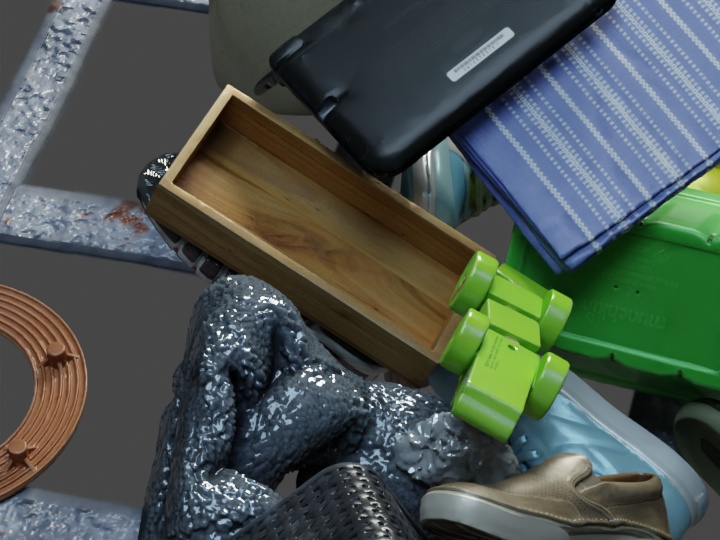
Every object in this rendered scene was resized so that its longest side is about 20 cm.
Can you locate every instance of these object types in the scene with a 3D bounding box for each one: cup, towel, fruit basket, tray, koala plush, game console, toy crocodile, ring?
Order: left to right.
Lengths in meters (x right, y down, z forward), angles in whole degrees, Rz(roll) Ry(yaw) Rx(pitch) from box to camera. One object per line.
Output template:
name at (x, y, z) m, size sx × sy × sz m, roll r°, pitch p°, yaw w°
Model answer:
ring at (-0.276, 0.077, 1.717) m, size 0.199 × 0.019 × 0.201 m, roll -2°, pitch 46°, yaw 2°
tray at (-0.024, -0.021, 1.635) m, size 0.199 × 0.037 × 0.099 m, roll 32°, pitch 50°, yaw -1°
cup at (-0.022, -0.222, 1.863) m, size 0.199 × 0.144 × 0.201 m, roll -9°, pitch 33°, yaw 6°
koala plush at (-0.013, 0.107, 1.562) m, size 0.199 × 0.177 × 0.185 m, roll 12°, pitch 76°, yaw -10°
game console at (0.046, -0.147, 1.703) m, size 0.200 × 0.117 × 0.176 m, roll -38°, pitch 62°, yaw -9°
toy crocodile at (0.080, 0.047, 1.539) m, size 0.067 × 0.062 × 0.200 m, roll 26°, pitch 25°, yaw -6°
towel at (0.163, -0.101, 1.635) m, size 0.199 × 0.024 × 0.145 m, roll -35°, pitch 62°, yaw -6°
fruit basket at (0.193, 0.001, 1.707) m, size 0.214 × 0.157 × 0.216 m, roll 12°, pitch 5°, yaw -1°

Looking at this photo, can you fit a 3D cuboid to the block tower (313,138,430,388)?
block tower at (0.000, 0.000, 1.750) m, size 0.058 × 0.054 × 0.200 m, roll -23°, pitch 50°, yaw -19°

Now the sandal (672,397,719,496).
sandal at (0.245, 0.152, 1.584) m, size 0.057 × 0.080 × 0.201 m, roll -24°, pitch 41°, yaw -25°

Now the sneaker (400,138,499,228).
sneaker at (0.093, -0.069, 1.759) m, size 0.130 × 0.080 × 0.200 m, roll 6°, pitch 24°, yaw 4°

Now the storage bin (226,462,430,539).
storage bin at (-0.036, 0.219, 1.439) m, size 0.200 × 0.135 × 0.094 m, roll -36°, pitch 26°, yaw 3°

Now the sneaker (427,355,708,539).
sneaker at (0.111, 0.111, 1.620) m, size 0.199 × 0.074 × 0.082 m, roll 30°, pitch 52°, yaw 20°

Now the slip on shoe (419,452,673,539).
slip on shoe at (0.108, 0.132, 1.499) m, size 0.076 × 0.199 × 0.061 m, roll 0°, pitch 79°, yaw 47°

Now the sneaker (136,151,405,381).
sneaker at (-0.072, 0.021, 1.682) m, size 0.200 × 0.116 × 0.076 m, roll 39°, pitch 51°, yaw 4°
